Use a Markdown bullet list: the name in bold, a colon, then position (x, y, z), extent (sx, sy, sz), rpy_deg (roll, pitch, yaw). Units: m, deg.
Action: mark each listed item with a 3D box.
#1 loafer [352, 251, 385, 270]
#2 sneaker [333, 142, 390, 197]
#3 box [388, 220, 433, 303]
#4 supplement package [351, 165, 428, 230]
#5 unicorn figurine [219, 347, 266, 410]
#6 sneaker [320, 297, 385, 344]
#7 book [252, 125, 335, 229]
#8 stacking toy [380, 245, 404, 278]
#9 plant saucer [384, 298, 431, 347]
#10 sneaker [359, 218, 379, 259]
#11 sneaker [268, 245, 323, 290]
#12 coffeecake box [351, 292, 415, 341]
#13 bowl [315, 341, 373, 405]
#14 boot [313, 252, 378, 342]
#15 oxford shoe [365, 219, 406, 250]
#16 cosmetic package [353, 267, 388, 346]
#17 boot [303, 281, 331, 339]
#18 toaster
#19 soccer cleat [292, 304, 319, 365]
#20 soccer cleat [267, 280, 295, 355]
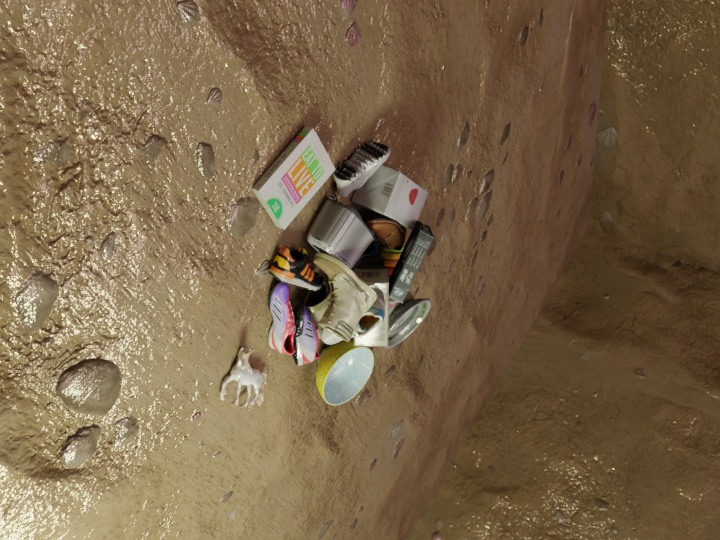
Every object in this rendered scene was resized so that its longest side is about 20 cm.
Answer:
- **loafer**: position (0.000, 0.000, 1.763), extent (0.198, 0.064, 0.072), rpy_deg (-24, 167, -43)
- **sneaker**: position (0.003, -0.267, 1.620), extent (0.199, 0.075, 0.082), rpy_deg (-40, 151, -28)
- **box**: position (0.138, -0.027, 1.722), extent (0.161, 0.043, 0.203), rpy_deg (-83, -163, -75)
- **supplement package**: position (0.086, -0.208, 1.733), extent (0.199, 0.118, 0.124), rpy_deg (18, 95, -60)
- **unicorn figurine**: position (-0.287, 0.268, 1.530), extent (0.200, 0.072, 0.140), rpy_deg (61, 48, -70)
- **sneaker**: position (-0.025, 0.143, 1.642), extent (0.077, 0.198, 0.081), rpy_deg (52, 18, -23)
- **book**: position (-0.154, -0.215, 1.428), extent (0.201, 0.047, 0.134), rpy_deg (-53, 143, -18)
- **stacking toy**: position (0.101, -0.063, 1.890), extent (0.107, 0.116, 0.205), rpy_deg (1, 95, -16)
- **plant saucer**: position (0.132, 0.149, 1.892), extent (0.199, 0.050, 0.201), rpy_deg (-37, 156, -19)
- **sneaker**: position (0.024, -0.079, 1.757), extent (0.199, 0.084, 0.078), rpy_deg (-38, 140, -40)
- **sneaker**: position (-0.145, -0.009, 1.552), extent (0.199, 0.069, 0.092), rpy_deg (15, 101, -58)
- **coffeecake box**: position (0.056, 0.139, 1.907), extent (0.152, 0.073, 0.201), rpy_deg (-4, 135, -56)
- **bowl**: position (-0.065, 0.285, 1.831), extent (0.198, 0.107, 0.204), rpy_deg (-27, 134, -32)
- **boot**: position (-0.067, 0.067, 1.555), extent (0.199, 0.072, 0.156), rpy_deg (39, 73, -16)
- **oxford shoe**: position (0.075, -0.099, 1.713), extent (0.199, 0.070, 0.073), rpy_deg (20, 72, -57)
- **cosmetic package**: position (0.029, 0.102, 1.716), extent (0.088, 0.101, 0.204), rpy_deg (-89, 180, -63)
- **boot**: position (-0.079, 0.079, 1.712), extent (0.199, 0.072, 0.157), rpy_deg (-41, 146, -26)
- **toaster**: position (-0.055, -0.094, 1.597), extent (0.131, 0.112, 0.200), rpy_deg (-57, 148, -10)
- **soccer cleat**: position (-0.143, 0.168, 1.644), extent (0.071, 0.069, 0.204), rpy_deg (-9, 129, -18)
- **soccer cleat**: position (-0.192, 0.121, 1.563), extent (0.068, 0.072, 0.204), rpy_deg (-27, 132, -46)
